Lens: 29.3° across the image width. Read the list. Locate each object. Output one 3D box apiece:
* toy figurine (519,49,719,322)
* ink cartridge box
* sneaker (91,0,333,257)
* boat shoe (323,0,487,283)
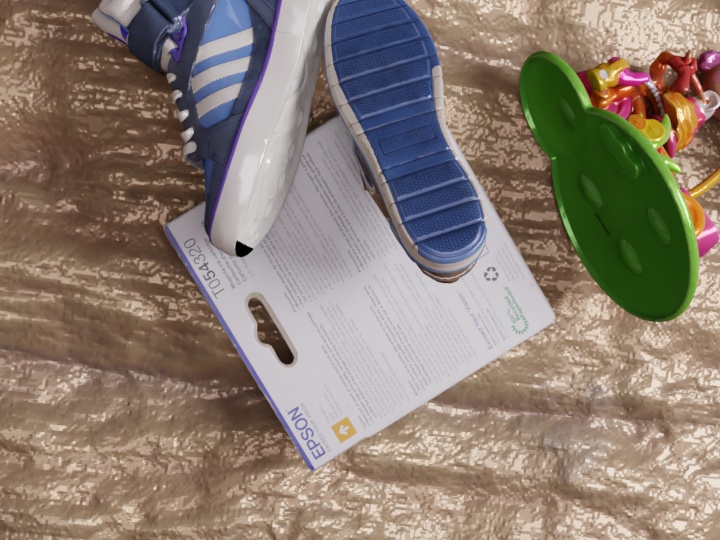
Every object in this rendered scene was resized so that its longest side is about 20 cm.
[{"bbox_3d":[0.233,-0.091,0.938,0.183,0.150,0.201,-25,74,-19],"label":"toy figurine"},{"bbox_3d":[0.000,0.000,0.933,0.199,0.043,0.197,-31,97,-3],"label":"ink cartridge box"},{"bbox_3d":[-0.109,-0.120,0.878,0.145,0.081,0.201,14,85,13],"label":"sneaker"},{"bbox_3d":[0.021,-0.082,0.869,0.072,0.072,0.201,-12,69,-8],"label":"boat shoe"}]
